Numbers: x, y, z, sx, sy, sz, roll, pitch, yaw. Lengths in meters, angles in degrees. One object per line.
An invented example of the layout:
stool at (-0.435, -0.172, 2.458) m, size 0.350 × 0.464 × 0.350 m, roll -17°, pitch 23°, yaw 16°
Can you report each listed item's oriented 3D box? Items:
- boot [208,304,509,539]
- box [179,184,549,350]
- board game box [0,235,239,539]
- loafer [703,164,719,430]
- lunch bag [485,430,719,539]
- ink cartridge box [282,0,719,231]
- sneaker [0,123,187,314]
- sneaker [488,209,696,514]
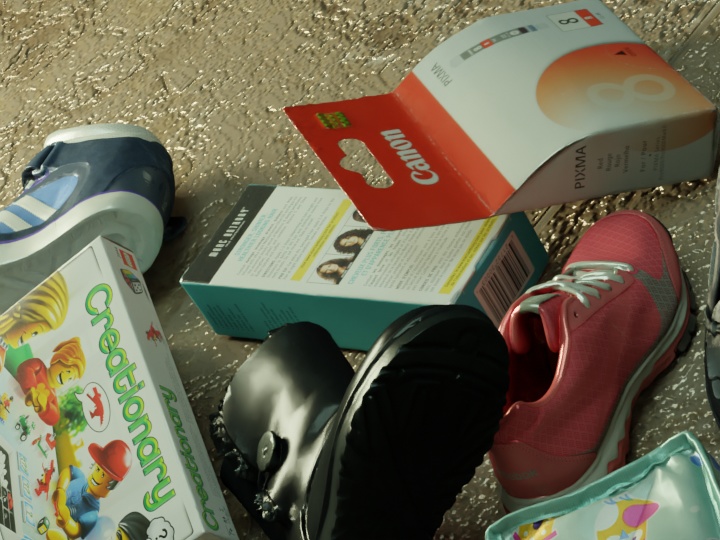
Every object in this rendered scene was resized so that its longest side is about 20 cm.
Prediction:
boot at (-0.009, 0.068, 1.165) m, size 0.076 × 0.200 × 0.168 m, roll 5°, pitch 29°, yaw -26°
box at (0.000, 0.000, 1.328) m, size 0.200 × 0.049 × 0.082 m, roll 5°, pitch 49°, yaw 40°
board game box at (-0.147, 0.096, 1.264) m, size 0.126 × 0.035 × 0.200 m, roll -37°, pitch 54°, yaw 19°
loafer at (0.195, 0.011, 1.158) m, size 0.072 × 0.063 × 0.200 m, roll -17°, pitch 39°, yaw 21°
lunch bag at (0.141, 0.190, 0.899) m, size 0.122 × 0.170 × 0.200 m, roll -29°, pitch 37°, yaw 11°
ink cartridge box at (0.074, -0.091, 1.312) m, size 0.200 × 0.050 × 0.162 m, roll -8°, pitch 31°, yaw -18°
sneaker at (-0.205, -0.021, 1.493) m, size 0.200 × 0.081 × 0.147 m, roll -27°, pitch 28°, yaw 13°
sneaker at (0.111, 0.031, 1.178) m, size 0.074 × 0.087 × 0.200 m, roll -5°, pitch 44°, yaw 31°
